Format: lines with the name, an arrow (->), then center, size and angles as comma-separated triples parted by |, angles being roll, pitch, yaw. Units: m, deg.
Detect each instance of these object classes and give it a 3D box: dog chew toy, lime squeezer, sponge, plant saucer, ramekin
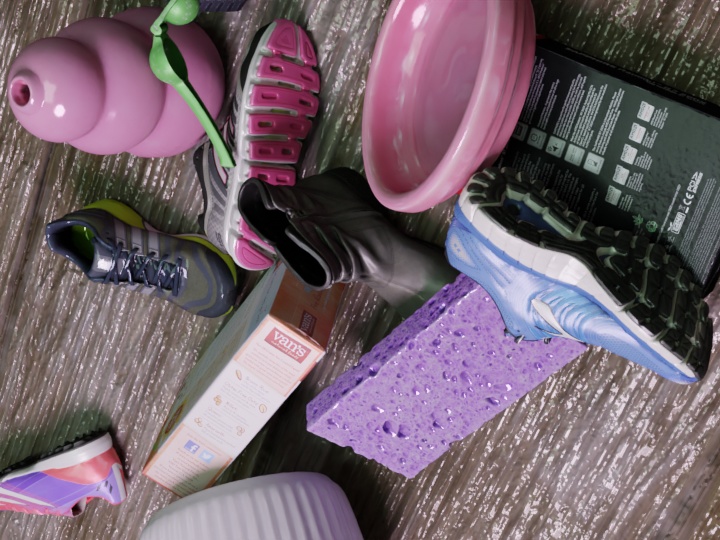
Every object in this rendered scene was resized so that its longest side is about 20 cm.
dog chew toy -> -0.198, -0.147, 0.937 | 0.124, 0.200, 0.126 | 7, 104, 29
lime squeezer -> -0.125, -0.179, 0.877 | 0.070, 0.038, 0.202 | 13, 108, 22
sponge -> 0.062, 0.081, 0.892 | 0.111, 0.030, 0.200 | 30, 125, -28
plant saucer -> 0.063, -0.137, 0.821 | 0.200, 0.050, 0.202 | -169, 90, -68
ramekin -> -0.089, 0.241, 0.960 | 0.199, 0.199, 0.106 | -31, 63, 32

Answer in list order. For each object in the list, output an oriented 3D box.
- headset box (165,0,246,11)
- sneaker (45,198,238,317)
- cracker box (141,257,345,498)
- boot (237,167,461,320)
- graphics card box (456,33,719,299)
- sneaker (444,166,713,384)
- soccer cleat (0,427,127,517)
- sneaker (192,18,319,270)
headset box -> -0.127, -0.325, 0.919 | 0.174, 0.093, 0.200 | 48, 120, 13
sneaker -> -0.195, -0.004, 1.036 | 0.199, 0.081, 0.075 | 19, 110, 26
cracker box -> -0.092, 0.079, 0.957 | 0.057, 0.134, 0.200 | 33, 120, -10
boot -> 0.000, 0.000, 0.891 | 0.200, 0.130, 0.068 | 42, 118, 16
graphics card box -> 0.173, -0.076, 0.818 | 0.199, 0.051, 0.126 | 27, 113, 24
sneaker -> 0.144, 0.014, 0.785 | 0.199, 0.079, 0.089 | 34, 139, 4
soccer cleat -> -0.314, 0.219, 1.166 | 0.199, 0.068, 0.074 | -23, 92, 30
sneaker -> -0.093, -0.106, 0.956 | 0.087, 0.073, 0.202 | 16, 99, 45
